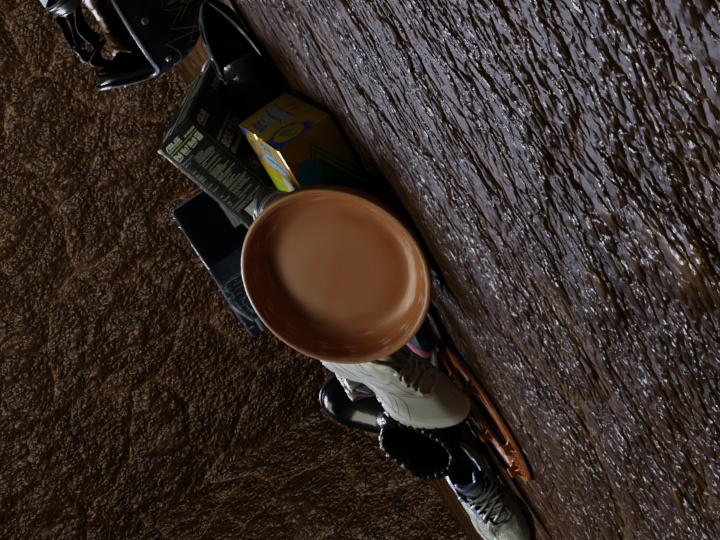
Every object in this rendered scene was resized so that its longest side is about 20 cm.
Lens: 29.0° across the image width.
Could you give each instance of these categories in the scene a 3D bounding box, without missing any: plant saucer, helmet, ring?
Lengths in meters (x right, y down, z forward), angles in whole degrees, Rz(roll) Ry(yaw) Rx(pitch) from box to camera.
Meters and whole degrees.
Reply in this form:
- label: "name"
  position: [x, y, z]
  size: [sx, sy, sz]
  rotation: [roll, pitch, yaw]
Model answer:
- label: "plant saucer"
  position: [-0.022, 0.001, 1.406]
  size: [0.201, 0.198, 0.038]
  rotation: [59, -153, -21]
- label: "helmet"
  position: [-0.299, -0.348, 1.853]
  size: [0.200, 0.189, 0.202]
  rotation: [38, -138, -45]
- label: "ring"
  position: [0.144, 0.172, 1.683]
  size: [0.202, 0.019, 0.200]
  rotation: [58, 176, 7]

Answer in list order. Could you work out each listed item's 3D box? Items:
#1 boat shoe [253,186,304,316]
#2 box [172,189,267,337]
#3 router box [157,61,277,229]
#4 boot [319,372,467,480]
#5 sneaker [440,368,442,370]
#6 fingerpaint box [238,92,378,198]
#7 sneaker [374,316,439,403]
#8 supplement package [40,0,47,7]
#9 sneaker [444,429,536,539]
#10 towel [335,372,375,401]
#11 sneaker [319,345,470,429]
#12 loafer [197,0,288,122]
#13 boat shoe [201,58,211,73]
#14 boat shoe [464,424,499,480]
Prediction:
- label: "boat shoe"
  position: [-0.062, 0.001, 1.489]
  size: [0.201, 0.073, 0.068]
  rotation: [60, 167, -26]
- label: "box"
  position: [-0.125, -0.046, 1.935]
  size: [0.124, 0.199, 0.197]
  rotation: [53, 174, 32]
- label: "router box"
  position: [-0.155, -0.158, 1.700]
  size: [0.149, 0.062, 0.201]
  rotation: [40, -155, -17]
- label: "boot"
  position: [0.034, 0.192, 1.768]
  size: [0.158, 0.208, 0.081]
  rotation: [-54, -33, -67]
- label: "sneaker"
  position: [0.078, 0.130, 1.871]
  size: [0.201, 0.066, 0.078]
  rotation: [58, 165, -7]
- label: "fingerpaint box"
  position: [-0.044, -0.098, 1.535]
  size: [0.168, 0.073, 0.200]
  rotation: [59, 173, -20]
- label: "sneaker"
  position: [0.046, 0.092, 1.662]
  size: [0.070, 0.081, 0.202]
  rotation: [-115, 10, -46]
- label: "supplement package"
  position: [-0.499, -0.566, 2.411]
  size: [0.110, 0.199, 0.114]
  rotation: [57, 176, 2]
- label: "sneaker"
  position: [0.160, 0.302, 1.878]
  size: [0.201, 0.077, 0.085]
  rotation: [51, -174, 14]
- label: "towel"
  position: [0.003, 0.074, 1.806]
  size: [0.201, 0.131, 0.035]
  rotation: [55, 152, 35]
- label: "sneaker"
  position: [0.041, 0.118, 1.587]
  size: [0.198, 0.075, 0.087]
  rotation: [29, 159, -8]
- label: "loafer"
  position: [-0.138, -0.233, 1.655]
  size: [0.202, 0.068, 0.070]
  rotation: [60, -175, 12]
- label: "boat shoe"
  position: [-0.171, -0.219, 2.028]
  size: [0.201, 0.074, 0.093]
  rotation: [58, 168, -11]
- label: "boat shoe"
  position: [0.145, 0.257, 1.978]
  size: [0.200, 0.072, 0.068]
  rotation: [50, 174, -28]
